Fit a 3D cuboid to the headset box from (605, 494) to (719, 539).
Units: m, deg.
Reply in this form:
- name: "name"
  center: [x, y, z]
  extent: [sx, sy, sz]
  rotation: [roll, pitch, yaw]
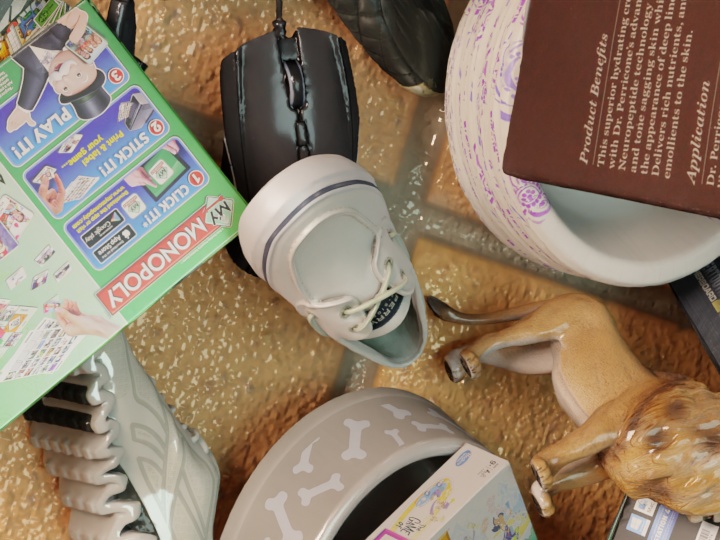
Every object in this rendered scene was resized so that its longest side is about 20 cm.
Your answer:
- name: "headset box"
  center: [0.189, 0.223, 1.180]
  extent: [0.176, 0.092, 0.200]
  rotation: [-68, 156, -2]

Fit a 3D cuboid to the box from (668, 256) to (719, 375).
- name: "box"
  center: [0.248, 0.081, 1.185]
  extent: [0.051, 0.158, 0.201]
  rotation: [-31, 122, 6]

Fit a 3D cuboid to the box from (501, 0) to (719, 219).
- name: "box"
  center: [0.199, -0.105, 0.990]
  extent: [0.163, 0.199, 0.168]
  rotation: [7, 96, -31]

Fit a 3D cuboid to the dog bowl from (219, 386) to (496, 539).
- name: "dog bowl"
  center: [0.012, 0.168, 1.109]
  extent: [0.199, 0.058, 0.202]
  rotation: [-15, 114, -38]

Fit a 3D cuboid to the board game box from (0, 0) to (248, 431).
- name: "board game box"
  center: [-0.165, -0.014, 0.962]
  extent: [0.200, 0.029, 0.135]
  rotation: [-40, 96, -14]

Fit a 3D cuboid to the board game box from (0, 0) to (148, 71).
- name: "board game box"
  center: [-0.197, -0.045, 0.996]
  extent: [0.105, 0.023, 0.201]
  rotation: [37, 79, -32]

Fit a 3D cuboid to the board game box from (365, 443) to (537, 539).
- name: "board game box"
  center: [0.020, 0.205, 1.063]
  extent: [0.200, 0.034, 0.135]
  rotation: [-41, 127, -26]

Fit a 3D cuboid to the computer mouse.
- name: "computer mouse"
  center: [-0.061, -0.077, 1.031]
  extent: [0.139, 0.046, 0.202]
  rotation: [-5, 118, -21]

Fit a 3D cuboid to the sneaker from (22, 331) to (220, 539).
- name: "sneaker"
  center: [-0.118, 0.090, 1.045]
  extent: [0.081, 0.075, 0.202]
  rotation: [-27, 117, -35]

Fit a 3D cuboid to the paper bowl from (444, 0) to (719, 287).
- name: "paper bowl"
  center: [0.135, -0.097, 1.130]
  extent: [0.199, 0.104, 0.203]
  rotation: [-5, 101, -28]

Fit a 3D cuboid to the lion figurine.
- name: "lion figurine"
  center: [0.127, 0.061, 1.103]
  extent: [0.122, 0.201, 0.073]
  rotation: [-26, 145, -9]

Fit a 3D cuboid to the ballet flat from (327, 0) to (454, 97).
- name: "ballet flat"
  center: [-0.013, -0.166, 1.075]
  extent: [0.200, 0.056, 0.067]
  rotation: [48, 46, -32]

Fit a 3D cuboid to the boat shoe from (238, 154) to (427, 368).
- name: "boat shoe"
  center: [0.000, 0.000, 1.026]
  extent: [0.074, 0.067, 0.200]
  rotation: [-44, 161, 3]
